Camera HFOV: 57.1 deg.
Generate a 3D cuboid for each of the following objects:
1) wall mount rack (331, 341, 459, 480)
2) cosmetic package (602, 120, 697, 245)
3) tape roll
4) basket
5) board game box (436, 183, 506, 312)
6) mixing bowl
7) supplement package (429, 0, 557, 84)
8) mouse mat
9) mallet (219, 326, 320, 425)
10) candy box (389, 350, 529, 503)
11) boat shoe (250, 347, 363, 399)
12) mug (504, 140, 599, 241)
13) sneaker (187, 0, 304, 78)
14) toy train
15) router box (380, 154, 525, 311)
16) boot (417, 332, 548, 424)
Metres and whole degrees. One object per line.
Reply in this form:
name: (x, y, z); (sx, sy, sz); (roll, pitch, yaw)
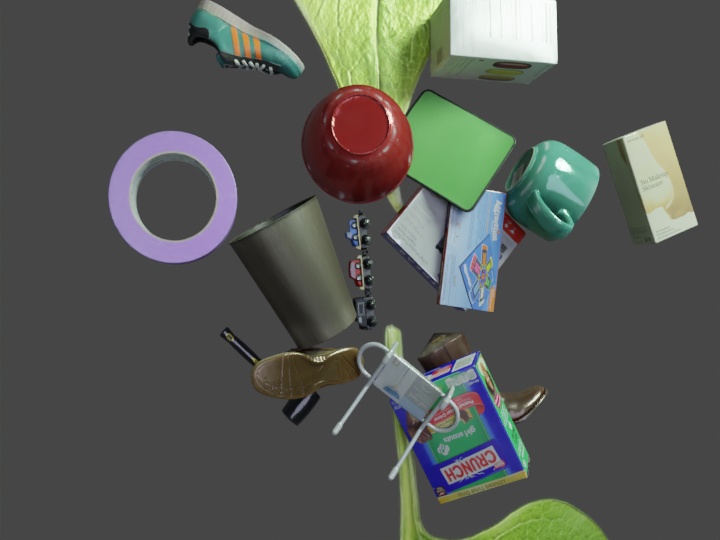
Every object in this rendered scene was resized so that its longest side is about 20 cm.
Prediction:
wall mount rack: (0.053, 0.219, 1.052); (0.198, 0.074, 0.176); (37, 112, 6)
cosmetic package: (0.540, -0.161, 1.238); (0.103, 0.071, 0.205); (-21, 94, -11)
tape roll: (-0.295, -0.113, 1.057); (0.194, 0.066, 0.207); (0, 90, -13)
basket: (-0.097, 0.009, 1.062); (0.180, 0.134, 0.204); (-37, 105, -48)
board game box: (0.191, -0.038, 1.134); (0.100, 0.019, 0.207); (8, 87, -11)
mixing bowl: (-0.002, -0.223, 1.084); (0.193, 0.108, 0.207); (0, 83, -3)
supplement package: (0.229, -0.402, 1.153); (0.194, 0.114, 0.113); (0, 87, -12)
mouse mat: (0.149, -0.210, 1.140); (0.198, 0.008, 0.163); (33, 80, 19)
mallet: (-0.160, 0.177, 1.097); (0.198, 0.041, 0.067); (36, 79, -5)
candy box: (0.166, 0.265, 1.106); (0.166, 0.077, 0.204); (-26, 95, 24)
boat shoe: (-0.092, 0.159, 1.075); (0.195, 0.071, 0.075); (-8, 96, -31)
mug: (0.321, -0.143, 1.132); (0.113, 0.185, 0.155); (30, 93, -6)
sneaker: (-0.190, -0.357, 1.086); (0.196, 0.071, 0.082); (28, 88, -5)
toy train: (0.000, 0.000, 1.137); (0.044, 0.034, 0.207); (-4, 91, 0)
router box: (0.164, -0.064, 1.164); (0.199, 0.049, 0.181); (42, 81, -9)
boot: (0.214, 0.181, 1.166); (0.183, 0.064, 0.204); (-29, 91, -9)
